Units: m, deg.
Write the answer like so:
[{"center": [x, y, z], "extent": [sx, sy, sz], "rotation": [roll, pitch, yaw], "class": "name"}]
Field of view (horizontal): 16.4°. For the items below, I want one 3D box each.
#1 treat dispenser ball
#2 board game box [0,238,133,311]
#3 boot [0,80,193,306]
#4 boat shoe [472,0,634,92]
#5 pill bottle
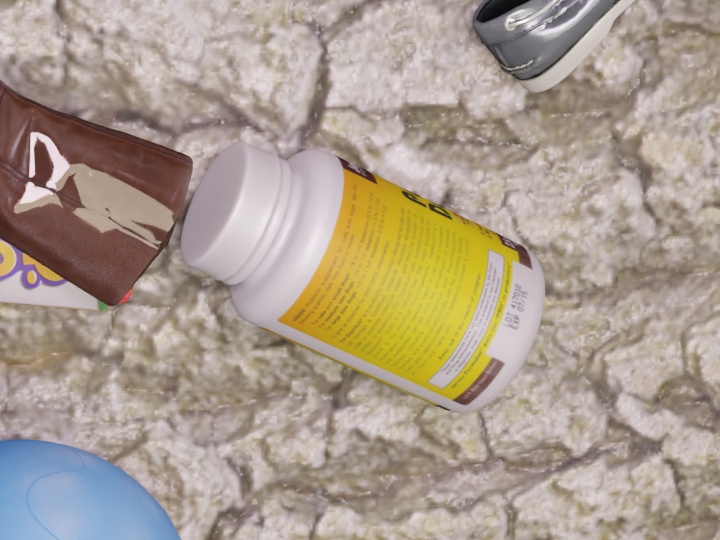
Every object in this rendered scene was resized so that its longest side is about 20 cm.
[{"center": [-0.190, 0.196, 1.401], "extent": [0.201, 0.201, 0.201], "rotation": [-5, 107, -16], "class": "treat dispenser ball"}, {"center": [-0.220, -0.031, 1.421], "extent": [0.200, 0.030, 0.096], "rotation": [5, 104, -21], "class": "board game box"}, {"center": [-0.206, -0.015, 1.386], "extent": [0.200, 0.064, 0.187], "rotation": [27, 96, -25], "class": "boot"}, {"center": [0.144, -0.197, 1.458], "extent": [0.062, 0.073, 0.200], "rotation": [37, 98, -27], "class": "boat shoe"}, {"center": [0.000, 0.000, 1.451], "extent": [0.200, 0.109, 0.109], "rotation": [25, 97, -22], "class": "pill bottle"}]
